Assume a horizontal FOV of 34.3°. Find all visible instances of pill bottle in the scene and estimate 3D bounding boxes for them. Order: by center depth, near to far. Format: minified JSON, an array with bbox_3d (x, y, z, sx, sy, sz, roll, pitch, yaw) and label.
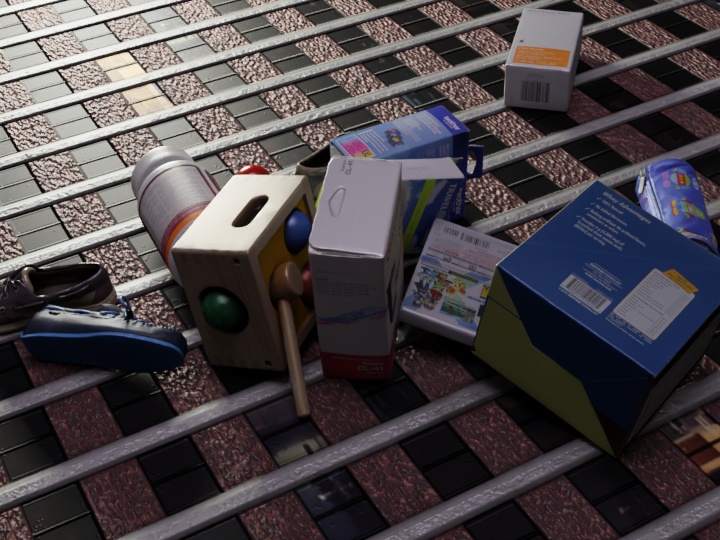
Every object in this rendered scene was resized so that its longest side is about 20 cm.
[{"bbox_3d":[-0.217,-0.069,1.460,0.108,0.111,0.200,-17,40,-19],"label":"pill bottle"}]

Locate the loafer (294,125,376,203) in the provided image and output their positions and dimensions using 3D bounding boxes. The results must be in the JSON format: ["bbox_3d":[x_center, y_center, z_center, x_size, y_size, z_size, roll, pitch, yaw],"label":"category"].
[{"bbox_3d":[-0.022,-0.156,1.602,0.071,0.064,0.200,22,44,28],"label":"loafer"}]

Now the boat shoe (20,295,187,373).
[{"bbox_3d":[-0.286,0.063,1.313,0.196,0.085,0.069,8,50,9],"label":"boat shoe"}]

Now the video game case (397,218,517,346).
[{"bbox_3d":[0.158,0.028,1.358,0.197,0.022,0.183,20,41,5],"label":"video game case"}]

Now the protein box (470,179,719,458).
[{"bbox_3d":[0.261,0.045,1.241,0.197,0.136,0.199,36,49,22],"label":"protein box"}]

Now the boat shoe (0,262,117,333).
[{"bbox_3d":[-0.391,0.025,1.383,0.196,0.066,0.072,-6,39,-4],"label":"boat shoe"}]

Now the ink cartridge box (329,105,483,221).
[{"bbox_3d":[0.064,-0.122,1.495,0.197,0.138,0.076,-20,42,-22],"label":"ink cartridge box"}]

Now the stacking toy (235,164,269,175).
[{"bbox_3d":[-0.121,-0.080,1.500,0.084,0.087,0.201,-13,35,-15],"label":"stacking toy"}]

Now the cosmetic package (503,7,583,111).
[{"bbox_3d":[0.286,-0.329,1.807,0.099,0.072,0.201,7,38,12],"label":"cosmetic package"}]

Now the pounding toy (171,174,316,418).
[{"bbox_3d":[-0.102,0.025,1.297,0.140,0.187,0.201,2,36,25],"label":"pounding toy"}]

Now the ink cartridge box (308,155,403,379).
[{"bbox_3d":[0.000,0.000,1.273,0.084,0.202,0.149,5,48,7],"label":"ink cartridge box"}]

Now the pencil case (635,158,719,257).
[{"bbox_3d":[0.391,-0.063,1.450,0.086,0.078,0.202,24,35,-14],"label":"pencil case"}]

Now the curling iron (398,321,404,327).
[{"bbox_3d":[0.000,0.006,1.426,0.049,0.026,0.200,-38,51,-4],"label":"curling iron"}]

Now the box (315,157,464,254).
[{"bbox_3d":[0.038,-0.076,1.416,0.197,0.123,0.048,-5,43,-33],"label":"box"}]
